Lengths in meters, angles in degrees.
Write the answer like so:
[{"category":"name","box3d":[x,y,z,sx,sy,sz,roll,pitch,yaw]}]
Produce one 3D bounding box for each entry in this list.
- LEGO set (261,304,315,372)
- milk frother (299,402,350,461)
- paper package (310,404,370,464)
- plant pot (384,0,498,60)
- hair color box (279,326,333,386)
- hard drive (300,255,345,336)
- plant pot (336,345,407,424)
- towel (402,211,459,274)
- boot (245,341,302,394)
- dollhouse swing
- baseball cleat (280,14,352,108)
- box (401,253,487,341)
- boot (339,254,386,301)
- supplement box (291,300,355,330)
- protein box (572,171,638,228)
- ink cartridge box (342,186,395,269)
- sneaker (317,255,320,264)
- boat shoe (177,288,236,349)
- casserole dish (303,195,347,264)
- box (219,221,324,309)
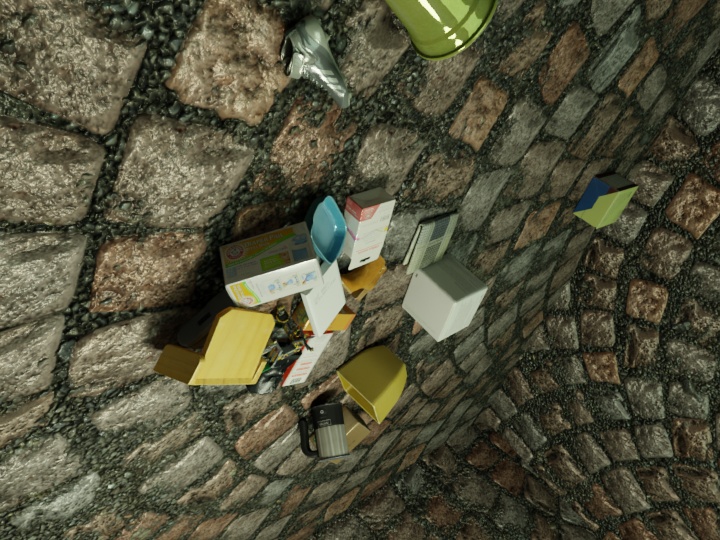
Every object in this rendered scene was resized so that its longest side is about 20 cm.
[{"category":"LEGO set","box3d":[-0.224,0.165,1.414,0.199,0.154,0.116,-15,156,-31]},{"category":"milk frother","box3d":[-0.107,0.592,2.039,0.180,0.189,0.200,-22,157,30]},{"category":"paper package","box3d":[-0.080,0.657,2.241,0.200,0.103,0.191,-42,149,-6]},{"category":"plant pot","box3d":[0.119,-0.519,1.010,0.184,0.201,0.201,19,112,-45]},{"category":"hair color box","box3d":[-0.173,0.247,1.669,0.101,0.061,0.201,2,124,-52]},{"category":"hard drive","box3d":[-0.094,0.070,1.466,0.132,0.027,0.201,-53,154,-27]},{"category":"plant pot","box3d":[0.061,0.391,2.021,0.200,0.194,0.196,-41,150,-18]},{"category":"towel","box3d":[0.224,-0.091,1.801,0.192,0.035,0.201,-22,140,-41]},{"category":"boot","box3d":[-0.274,0.275,1.557,0.200,0.076,0.168,13,119,-52]},{"category":"dollhouse swing","box3d":[-0.323,0.161,1.267,0.200,0.181,0.177,14,86,-54]},{"category":"baseball cleat","box3d":[-0.087,-0.370,1.041,0.106,0.070,0.200,-35,140,-5]},{"category":"box","box3d":[0.284,0.090,1.917,0.171,0.199,0.201,-20,142,-36]},{"category":"boot","box3d":[0.001,0.001,1.597,0.144,0.071,0.201,-52,153,-3]},{"category":"supplement box","box3d":[-0.103,0.130,1.612,0.200,0.069,0.067,7,120,-57]},{"category":"protein box","box3d":[1.103,-0.320,2.522,0.199,0.135,0.199,-17,139,-40]},{"category":"ink cartridge box","box3d":[0.009,-0.108,1.464,0.116,0.067,0.201,-21,140,-36]},{"category":"sneaker","box3d":[-0.134,-0.029,1.392,0.089,0.075,0.201,-46,158,-28]},{"category":"boat shoe","box3d":[-0.323,0.118,1.309,0.202,0.075,0.086,-41,149,-3]},{"category":"casserole dish","box3d":[-0.087,-0.098,1.346,0.200,0.039,0.122,59,49,-60]},{"category":"box","box3d":[-0.194,-0.010,1.220,0.199,0.113,0.102,-17,145,-5]}]
